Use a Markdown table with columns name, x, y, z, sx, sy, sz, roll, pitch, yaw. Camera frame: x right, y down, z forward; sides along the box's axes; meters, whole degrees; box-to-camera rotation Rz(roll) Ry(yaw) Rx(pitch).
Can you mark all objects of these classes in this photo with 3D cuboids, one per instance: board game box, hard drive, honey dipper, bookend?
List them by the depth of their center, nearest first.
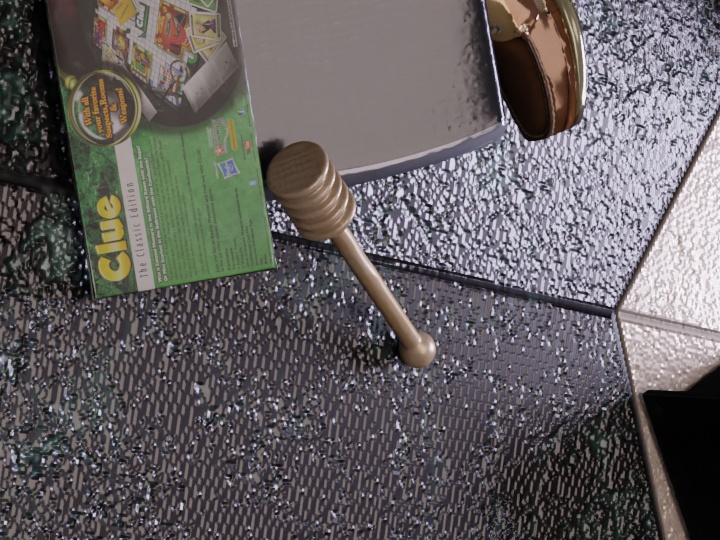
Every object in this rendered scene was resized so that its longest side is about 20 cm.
| name | x | y | z | sx | sy | sz | roll | pitch | yaw |
| --- | --- | --- | --- | --- | --- | --- | --- | --- | --- |
| board game box | -0.110 | -0.091 | 1.261 | 0.104 | 0.023 | 0.202 | -9 | 97 | -9 |
| hard drive | -0.013 | -0.113 | 1.324 | 0.198 | 0.042 | 0.136 | -13 | 99 | -21 |
| honey dipper | 0.000 | 0.000 | 1.335 | 0.038 | 0.038 | 0.200 | -59 | 144 | -22 |
| bookend | 0.312 | 0.129 | 1.576 | 0.199 | 0.092 | 0.200 | -31 | 108 | -35 |

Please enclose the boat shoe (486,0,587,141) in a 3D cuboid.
| name | x | y | z | sx | sy | sz | roll | pitch | yaw |
| --- | --- | --- | --- | --- | --- | --- | --- | --- | --- |
| boat shoe | 0.073 | -0.173 | 1.408 | 0.073 | 0.075 | 0.202 | -22 | 96 | -30 |
